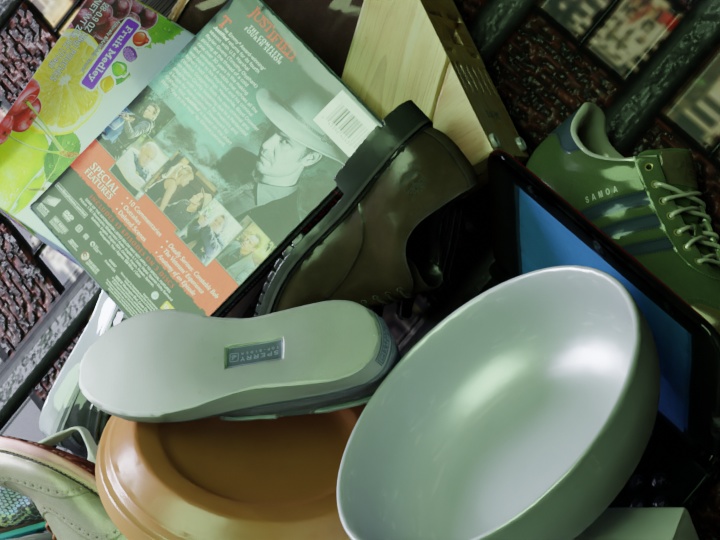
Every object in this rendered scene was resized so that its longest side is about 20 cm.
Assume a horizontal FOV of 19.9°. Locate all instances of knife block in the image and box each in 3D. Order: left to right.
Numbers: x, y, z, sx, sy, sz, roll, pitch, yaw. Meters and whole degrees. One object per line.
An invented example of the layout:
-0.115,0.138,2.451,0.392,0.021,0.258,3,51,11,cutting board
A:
0.007,-0.073,1.308,0.175,0.064,0.201,-30,78,22,knife block

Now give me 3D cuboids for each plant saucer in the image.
-0.061,0.113,1.250,0.200,0.200,0.038,39,135,35,plant saucer

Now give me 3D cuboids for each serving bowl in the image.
0.084,0.093,1.106,0.200,0.066,0.200,-33,28,20,serving bowl

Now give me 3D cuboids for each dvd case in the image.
-0.093,-0.060,1.284,0.200,0.022,0.146,-46,71,5,dvd case

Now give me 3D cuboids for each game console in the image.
0.109,0.062,1.194,0.173,0.119,0.200,-50,55,6,game console

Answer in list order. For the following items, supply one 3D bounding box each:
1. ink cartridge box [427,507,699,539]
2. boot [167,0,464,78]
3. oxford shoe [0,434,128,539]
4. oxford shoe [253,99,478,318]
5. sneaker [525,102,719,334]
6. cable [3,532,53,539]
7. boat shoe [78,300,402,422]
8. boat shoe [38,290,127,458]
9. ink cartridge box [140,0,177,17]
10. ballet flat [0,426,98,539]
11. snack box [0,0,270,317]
0.089,0.217,1.125,0.199,0.129,0.125,-5,37,31,ink cartridge box
-0.041,-0.153,1.387,0.200,0.072,0.166,-50,58,11,boot
-0.174,0.158,1.276,0.199,0.071,0.074,21,85,28,oxford shoe
0.000,0.000,1.238,0.084,0.073,0.200,41,120,8,oxford shoe
0.174,-0.030,1.213,0.200,0.067,0.090,38,102,38,sneaker
-0.271,0.229,1.333,0.199,0.200,0.069,-22,75,24,cable
-0.069,0.064,1.222,0.200,0.072,0.070,-6,62,21,boat shoe
-0.147,0.040,1.399,0.066,0.070,0.200,29,88,18,boat shoe
-0.198,-0.266,1.499,0.050,0.109,0.200,-44,57,12,ink cartridge box
-0.166,0.133,1.352,0.199,0.074,0.075,-11,68,11,ballet flat
-0.133,-0.069,1.348,0.200,0.068,0.169,32,84,17,snack box
